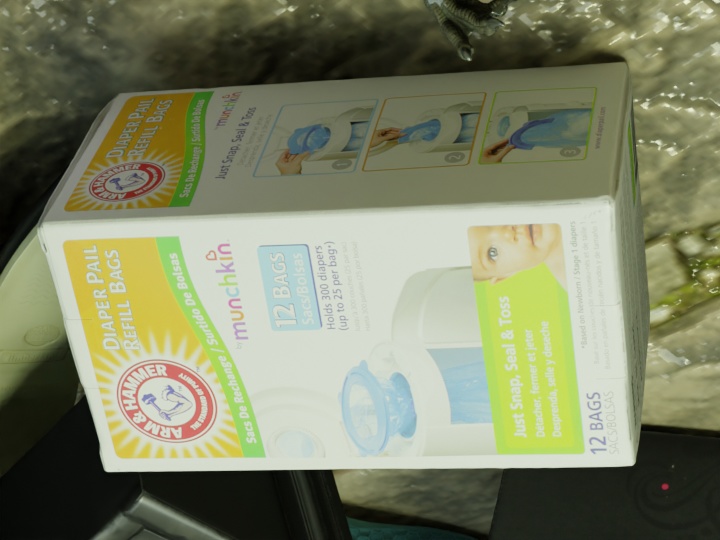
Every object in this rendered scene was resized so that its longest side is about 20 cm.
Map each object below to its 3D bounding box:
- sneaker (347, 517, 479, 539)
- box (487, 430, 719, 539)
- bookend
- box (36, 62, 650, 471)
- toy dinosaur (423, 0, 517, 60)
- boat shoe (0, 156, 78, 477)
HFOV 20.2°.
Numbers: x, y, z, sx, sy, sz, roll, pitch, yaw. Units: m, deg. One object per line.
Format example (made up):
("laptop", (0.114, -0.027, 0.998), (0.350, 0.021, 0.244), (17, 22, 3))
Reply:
("sneaker", (-0.028, 0.179, 1.032), (0.200, 0.080, 0.131), (14, 142, 4))
("box", (0.111, 0.177, 0.875), (0.122, 0.200, 0.106), (4, 141, 16))
("bookend", (-0.141, 0.116, 0.790), (0.200, 0.092, 0.199), (-43, 127, 19))
("box", (0.000, 0.000, 0.734), (0.200, 0.101, 0.113), (-2, 122, 12))
("toy dinosaur", (0.030, -0.124, 0.653), (0.088, 0.047, 0.200), (43, 138, -10))
("boat shoe", (-0.134, 0.007, 0.857), (0.074, 0.063, 0.201), (5, 136, -34))
